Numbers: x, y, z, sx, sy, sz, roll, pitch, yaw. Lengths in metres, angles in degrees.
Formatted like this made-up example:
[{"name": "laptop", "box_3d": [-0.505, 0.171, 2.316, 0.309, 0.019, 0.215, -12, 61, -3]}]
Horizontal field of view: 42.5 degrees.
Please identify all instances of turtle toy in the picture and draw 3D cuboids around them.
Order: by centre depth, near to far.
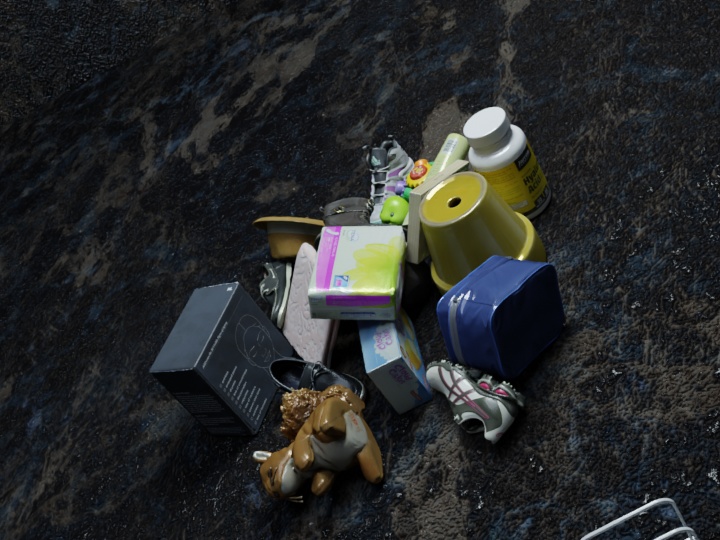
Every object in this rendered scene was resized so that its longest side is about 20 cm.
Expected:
[{"name": "turtle toy", "box_3d": [0.120, -0.146, 1.834, 0.200, 0.101, 0.145, -48, 36, -16]}]

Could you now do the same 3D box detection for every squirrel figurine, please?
[{"name": "squirrel figurine", "box_3d": [-0.079, 0.282, 1.500, 0.186, 0.141, 0.201, -36, 28, 19]}]

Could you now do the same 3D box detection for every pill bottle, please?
[{"name": "pill bottle", "box_3d": [0.262, -0.192, 1.679, 0.110, 0.201, 0.112, -23, 37, 18]}]

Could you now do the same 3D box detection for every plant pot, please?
[{"name": "plant pot", "box_3d": [0.195, -0.056, 1.590, 0.199, 0.190, 0.202, -22, 38, 18]}]

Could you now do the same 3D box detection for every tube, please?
[{"name": "tube", "box_3d": [0.146, -0.167, 1.753, 0.051, 0.058, 0.201, 24, 67, 13]}]

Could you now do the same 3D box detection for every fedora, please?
[{"name": "fedora", "box_3d": [-0.134, -0.062, 1.938, 0.199, 0.199, 0.083, 1, 84, 41]}]

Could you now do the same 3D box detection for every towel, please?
[{"name": "towel", "box_3d": [-0.085, 0.072, 1.717, 0.032, 0.194, 0.200, 2, 21, -27]}]

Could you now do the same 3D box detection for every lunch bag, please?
[{"name": "lunch bag", "box_3d": [0.220, 0.063, 1.454, 0.131, 0.138, 0.199, 11, 35, 45]}]

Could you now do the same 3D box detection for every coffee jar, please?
[{"name": "coffee jar", "box_3d": [0.031, 0.022, 1.714, 0.198, 0.087, 0.104, -2, 7, 39]}]

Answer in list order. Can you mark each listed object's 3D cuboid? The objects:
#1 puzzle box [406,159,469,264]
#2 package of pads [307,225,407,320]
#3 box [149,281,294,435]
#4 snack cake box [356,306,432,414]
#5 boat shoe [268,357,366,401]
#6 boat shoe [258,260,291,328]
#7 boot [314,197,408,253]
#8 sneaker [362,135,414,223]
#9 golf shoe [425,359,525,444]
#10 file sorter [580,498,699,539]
[{"name": "puzzle box", "box_3d": [0.143, -0.109, 1.684, 0.025, 0.135, 0.200, 15, 29, 27]}, {"name": "package of pads", "box_3d": [0.000, 0.000, 1.572, 0.152, 0.069, 0.201, 0, 38, 7]}, {"name": "box", "box_3d": [-0.249, 0.165, 1.703, 0.123, 0.197, 0.201, -7, 43, 34]}, {"name": "snack cake box", "box_3d": [0.052, 0.127, 1.561, 0.067, 0.115, 0.201, -27, 36, 11]}, {"name": "boat shoe", "box_3d": [-0.080, 0.198, 1.615, 0.198, 0.062, 0.075, 14, 71, 32]}, {"name": "boat shoe", "box_3d": [-0.175, 0.048, 1.871, 0.067, 0.073, 0.201, 6, 33, -7]}, {"name": "boot", "box_3d": [0.006, -0.093, 1.749, 0.197, 0.070, 0.175, -1, 30, 10]}, {"name": "sneaker", "box_3d": [0.039, -0.198, 1.928, 0.077, 0.140, 0.201, -7, 43, 34]}, {"name": "golf shoe", "box_3d": [0.159, 0.197, 1.427, 0.199, 0.077, 0.089, 14, 72, 54]}, {"name": "file sorter", "box_3d": [0.341, 0.376, 1.017, 0.138, 0.125, 0.201, -29, 35, 8]}]
